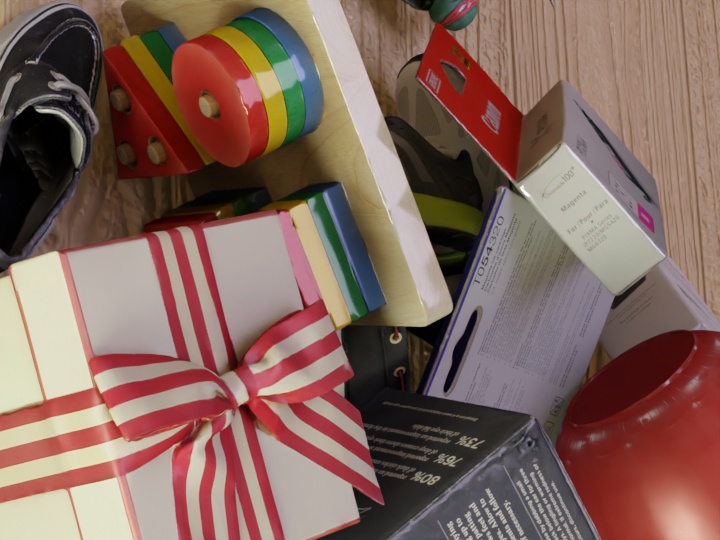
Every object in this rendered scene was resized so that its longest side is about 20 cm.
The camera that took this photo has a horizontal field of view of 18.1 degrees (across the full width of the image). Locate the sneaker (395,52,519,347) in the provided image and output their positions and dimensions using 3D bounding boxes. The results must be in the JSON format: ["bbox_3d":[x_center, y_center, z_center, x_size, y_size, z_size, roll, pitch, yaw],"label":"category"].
[{"bbox_3d":[0.056,-0.036,1.446,0.115,0.075,0.201,-31,104,-55],"label":"sneaker"}]

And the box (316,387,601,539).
[{"bbox_3d":[0.004,0.163,1.181,0.200,0.148,0.105,-37,111,-23],"label":"box"}]

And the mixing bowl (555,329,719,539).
[{"bbox_3d":[0.195,0.108,1.398,0.109,0.200,0.200,54,40,-13],"label":"mixing bowl"}]

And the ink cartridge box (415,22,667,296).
[{"bbox_3d":[0.112,-0.084,1.373,0.174,0.044,0.200,48,14,-8],"label":"ink cartridge box"}]

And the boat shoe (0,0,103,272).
[{"bbox_3d":[-0.168,-0.072,1.171,0.072,0.068,0.200,51,41,-27],"label":"boat shoe"}]

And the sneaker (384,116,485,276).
[{"bbox_3d":[-0.007,-0.057,1.363,0.200,0.074,0.081,19,53,-34],"label":"sneaker"}]

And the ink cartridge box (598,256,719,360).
[{"bbox_3d":[0.202,0.033,1.575,0.116,0.067,0.200,42,11,-35],"label":"ink cartridge box"}]

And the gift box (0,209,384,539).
[{"bbox_3d":[-0.108,0.084,1.088,0.184,0.186,0.201,-22,93,-53],"label":"gift box"}]

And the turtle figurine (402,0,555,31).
[{"bbox_3d":[0.038,-0.229,1.480,0.200,0.101,0.150,52,24,-3],"label":"turtle figurine"}]

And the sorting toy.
[{"bbox_3d":[-0.063,-0.054,1.207,0.069,0.200,0.199,-28,104,-28],"label":"sorting toy"}]

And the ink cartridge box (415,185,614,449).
[{"bbox_3d":[0.079,0.055,1.372,0.200,0.043,0.197,24,87,-58],"label":"ink cartridge box"}]

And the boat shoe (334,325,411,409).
[{"bbox_3d":[-0.001,-0.001,1.293,0.063,0.074,0.202,-12,123,-20],"label":"boat shoe"}]
